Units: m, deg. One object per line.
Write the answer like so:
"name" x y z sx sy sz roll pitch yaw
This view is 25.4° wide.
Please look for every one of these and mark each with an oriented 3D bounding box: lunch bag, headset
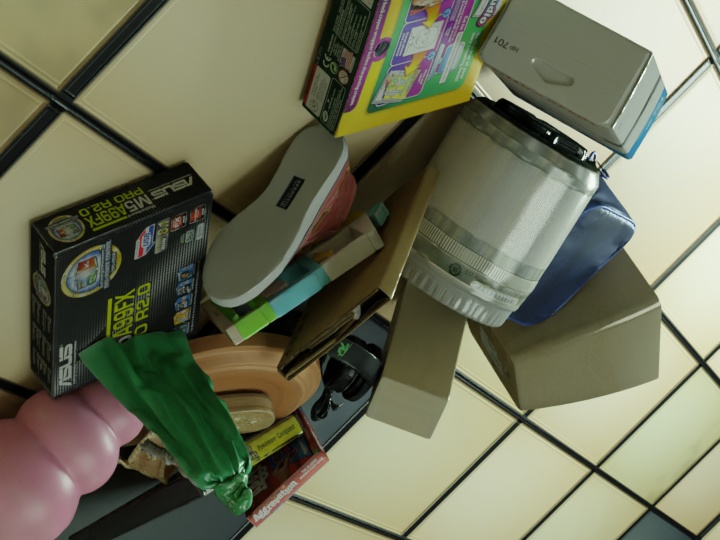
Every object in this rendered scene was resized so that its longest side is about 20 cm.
"lunch bag" 0.196 -0.054 1.769 0.200 0.132 0.136 -45 148 15
"headset" -0.041 0.104 1.693 0.200 0.123 0.094 72 42 -76

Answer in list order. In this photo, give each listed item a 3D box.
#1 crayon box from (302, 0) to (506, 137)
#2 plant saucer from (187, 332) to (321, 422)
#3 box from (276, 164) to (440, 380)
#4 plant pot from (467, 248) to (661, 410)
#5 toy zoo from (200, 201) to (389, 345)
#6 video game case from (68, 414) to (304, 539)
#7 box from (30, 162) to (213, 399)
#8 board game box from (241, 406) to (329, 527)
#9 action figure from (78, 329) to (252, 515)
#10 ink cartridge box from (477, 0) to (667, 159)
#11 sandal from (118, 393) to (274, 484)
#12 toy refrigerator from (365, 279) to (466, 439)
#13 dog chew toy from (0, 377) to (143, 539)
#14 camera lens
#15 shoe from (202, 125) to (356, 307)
"crayon box" 0.051 -0.229 1.432 0.172 0.058 0.200 -20 144 -37
"plant saucer" -0.137 0.122 1.606 0.200 0.032 0.200 -9 151 -5
"box" 0.000 0.000 1.545 0.163 0.021 0.200 -40 -163 38
"plant pot" 0.230 0.050 1.904 0.177 0.200 0.200 -27 149 -7
"toy zoo" -0.056 -0.003 1.538 0.200 0.131 0.020 -34 107 -9
"video game case" -0.179 0.220 1.649 0.200 0.026 0.181 -28 179 36
"box" -0.217 0.011 1.434 0.160 0.044 0.200 -25 147 -31
"board game box" -0.095 0.196 1.712 0.103 0.200 0.019 -44 109 1
"action figure" -0.157 0.139 1.428 0.118 0.200 0.055 -15 142 -39
"ink cartridge box" 0.208 -0.187 1.533 0.086 0.146 0.200 -59 166 3
"sandal" -0.187 0.174 1.572 0.211 0.070 0.078 -9 150 -5
"toy refrigerator" 0.065 0.087 1.738 0.200 0.076 0.070 -73 -176 -52
"dog chew toy" -0.283 0.168 1.490 0.200 0.124 0.125 -40 152 -20
"camera lens" 0.135 -0.064 1.627 0.160 0.160 0.200 15 109 -57
"shoe" -0.069 -0.035 1.494 0.200 0.071 0.091 -56 156 -17
